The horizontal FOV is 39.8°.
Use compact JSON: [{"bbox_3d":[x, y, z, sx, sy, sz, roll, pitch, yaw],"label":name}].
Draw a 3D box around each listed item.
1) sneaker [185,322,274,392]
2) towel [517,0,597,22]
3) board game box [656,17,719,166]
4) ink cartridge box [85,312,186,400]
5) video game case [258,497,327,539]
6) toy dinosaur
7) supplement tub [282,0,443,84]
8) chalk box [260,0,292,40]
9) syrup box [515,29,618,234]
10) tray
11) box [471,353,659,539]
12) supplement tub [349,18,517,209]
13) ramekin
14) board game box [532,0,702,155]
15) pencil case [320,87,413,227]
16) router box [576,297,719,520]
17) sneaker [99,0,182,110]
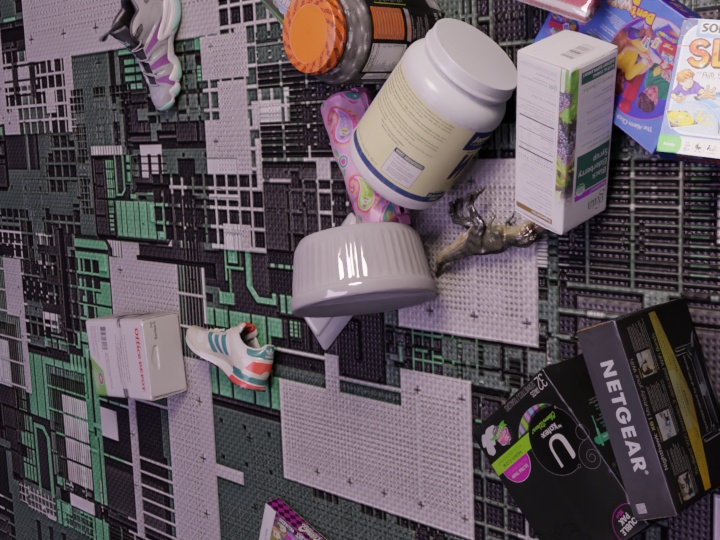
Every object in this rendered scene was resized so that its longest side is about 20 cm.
[{"bbox_3d":[-0.211,0.121,1.653,0.199,0.070,0.095,31,100,40],"label":"sneaker"},{"bbox_3d":[0.236,-0.376,1.082,0.146,0.030,0.202,31,95,36],"label":"towel"},{"bbox_3d":[0.394,-0.163,0.944,0.197,0.034,0.138,11,87,28],"label":"board game box"},{"bbox_3d":[-0.415,0.156,1.839,0.198,0.083,0.148,-2,96,45],"label":"ink cartridge box"},{"bbox_3d":[-0.096,0.500,1.616,0.199,0.036,0.184,32,120,37],"label":"video game case"},{"bbox_3d":[0.146,-0.054,1.270,0.199,0.047,0.089,-20,90,48],"label":"toy dinosaur"},{"bbox_3d":[0.005,-0.297,1.254,0.121,0.198,0.125,9,103,43],"label":"supplement tub"},{"bbox_3d":[-0.043,-0.378,1.345,0.125,0.123,0.201,50,129,25],"label":"chalk box"},{"bbox_3d":[0.224,-0.151,1.099,0.081,0.078,0.202,33,140,43],"label":"syrup box"},{"bbox_3d":[-0.039,0.020,1.482,0.108,0.022,0.201,54,130,22],"label":"tray"},{"bbox_3d":[0.256,0.221,1.150,0.201,0.123,0.149,57,132,20],"label":"box"},{"bbox_3d":[0.089,-0.192,1.229,0.146,0.144,0.201,56,130,22],"label":"supplement tub"},{"bbox_3d":[0.000,0.000,1.323,0.201,0.200,0.096,-16,77,45],"label":"ramekin"},{"bbox_3d":[0.292,-0.242,1.087,0.200,0.044,0.135,48,127,28],"label":"board game box"},{"bbox_3d":[0.010,-0.146,1.358,0.087,0.087,0.203,-24,81,44],"label":"pencil case"},{"bbox_3d":[0.318,0.141,1.052,0.052,0.156,0.203,-22,81,44],"label":"router box"},{"bbox_3d":[-0.372,-0.369,1.661,0.077,0.139,0.204,9,103,43],"label":"sneaker"}]
